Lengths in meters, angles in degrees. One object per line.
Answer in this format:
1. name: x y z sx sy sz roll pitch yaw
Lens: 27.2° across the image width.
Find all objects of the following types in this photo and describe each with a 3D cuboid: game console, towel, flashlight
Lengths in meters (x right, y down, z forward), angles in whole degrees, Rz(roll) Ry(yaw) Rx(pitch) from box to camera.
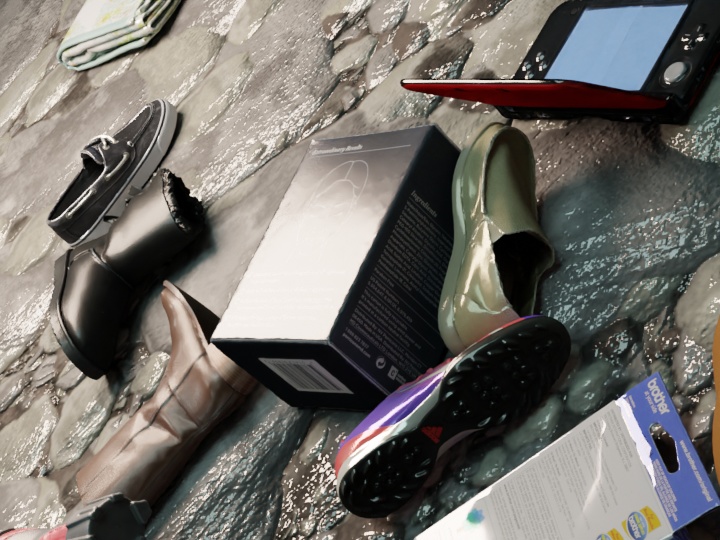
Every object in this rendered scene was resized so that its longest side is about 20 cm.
1. game console: 0.161 -0.176 1.154 0.199 0.119 0.173 10 64 52
2. towel: -0.297 -0.347 1.926 0.199 0.048 0.172 -7 48 45
3. flashlight: -0.251 0.231 1.224 0.200 0.068 0.068 -27 49 48

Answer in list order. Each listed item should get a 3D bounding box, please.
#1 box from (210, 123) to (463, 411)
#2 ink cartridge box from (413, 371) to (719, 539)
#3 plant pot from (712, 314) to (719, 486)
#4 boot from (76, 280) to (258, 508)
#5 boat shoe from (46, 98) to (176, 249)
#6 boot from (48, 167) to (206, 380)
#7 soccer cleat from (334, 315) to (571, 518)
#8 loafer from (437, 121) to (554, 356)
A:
1. box: 0.000 0.000 1.169 0.148 0.107 0.201 -1 55 49
2. ink cartridge box: 0.128 0.163 0.916 0.200 0.042 0.120 -40 34 18
3. plant pot: 0.263 0.061 0.747 0.200 0.200 0.140 -41 16 10
4. boot: -0.190 0.122 1.309 0.200 0.064 0.186 -51 34 4
5. boat shoe: -0.276 -0.118 1.643 0.072 0.068 0.201 12 65 53
6. boot: -0.225 -0.003 1.469 0.162 0.073 0.199 -36 34 12
7. soccer cleat: 0.059 0.091 1.050 0.200 0.068 0.073 -41 26 12
8. loafer: 0.109 -0.025 1.106 0.068 0.076 0.201 -15 55 38
